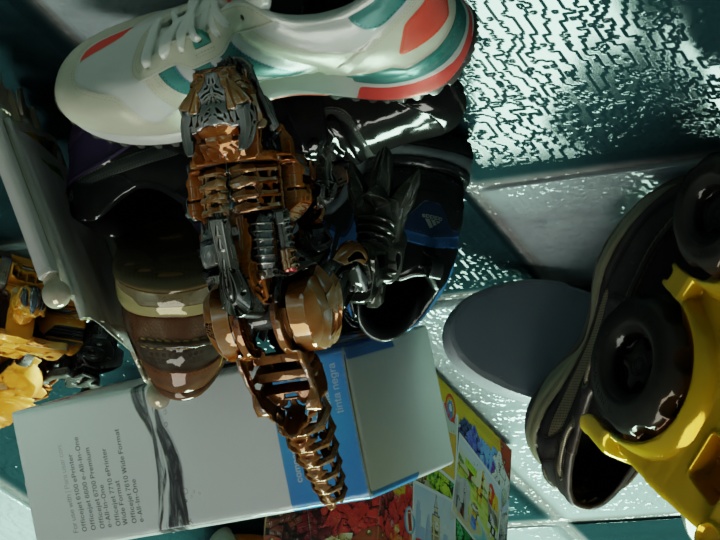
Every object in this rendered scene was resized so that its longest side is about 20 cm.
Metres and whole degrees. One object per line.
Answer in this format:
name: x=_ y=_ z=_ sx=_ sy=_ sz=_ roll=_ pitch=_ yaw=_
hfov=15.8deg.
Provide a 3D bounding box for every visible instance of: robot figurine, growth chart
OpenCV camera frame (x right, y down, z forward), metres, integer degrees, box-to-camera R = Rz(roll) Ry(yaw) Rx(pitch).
robot figurine: x=-0.222 y=0.039 z=1.516 sx=0.145 sy=0.058 sz=0.200 roll=15 pitch=154 yaw=-22
growth chart: x=-0.144 y=-0.020 z=1.286 sx=0.018 sy=0.145 sz=0.200 roll=-23 pitch=160 yaw=4

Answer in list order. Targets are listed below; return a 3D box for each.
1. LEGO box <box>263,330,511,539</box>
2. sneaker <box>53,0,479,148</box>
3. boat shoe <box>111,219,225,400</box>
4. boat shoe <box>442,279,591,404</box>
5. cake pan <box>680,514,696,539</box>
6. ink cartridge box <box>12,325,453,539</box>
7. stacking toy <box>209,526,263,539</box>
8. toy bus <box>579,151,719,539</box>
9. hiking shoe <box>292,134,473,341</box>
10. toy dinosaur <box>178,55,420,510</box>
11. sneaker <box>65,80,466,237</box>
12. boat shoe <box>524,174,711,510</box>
LEGO box: x=0.020 y=0.144 z=1.588 sx=0.077 sy=0.149 sz=0.200 roll=-6 pitch=154 yaw=23
sneaker: x=-0.054 y=-0.113 z=1.148 sx=0.199 sy=0.070 sz=0.093 roll=-7 pitch=146 yaw=19
boat shoe: x=-0.089 y=0.008 z=1.298 sx=0.072 sy=0.068 sz=0.200 roll=-2 pitch=-164 yaw=1
boat shoe: x=0.138 y=0.051 z=1.465 sx=0.202 sy=0.075 sz=0.086 roll=1 pitch=161 yaw=-14
cake pan: x=0.268 y=0.120 z=1.474 sx=0.200 sy=0.037 sz=0.200 roll=-1 pitch=147 yaw=0
ink cartridge box: x=-0.069 y=0.092 z=1.435 sx=0.200 sy=0.084 sz=0.145 roll=-11 pitch=-179 yaw=20
stacking toy: x=-0.006 y=0.243 z=1.874 sx=0.200 sy=0.146 sz=0.146 roll=-9 pitch=157 yaw=-10
toy bus: x=0.220 y=0.052 z=1.224 sx=0.136 sy=0.192 sz=0.200 roll=11 pitch=117 yaw=-30
hiking shoe: x=0.000 y=0.000 z=1.350 sx=0.074 sy=0.087 sz=0.200 roll=10 pitch=155 yaw=-11
toy dinosaur: x=-0.040 y=0.004 z=1.140 sx=0.102 sy=0.136 sz=0.200 roll=12 pitch=112 yaw=9
sneaker: x=-0.045 y=-0.052 z=1.245 sx=0.200 sy=0.088 sz=0.076 roll=-4 pitch=154 yaw=20
boat shoe: x=0.152 y=0.043 z=1.348 sx=0.074 sy=0.073 sz=0.200 roll=9 pitch=124 yaw=-20
